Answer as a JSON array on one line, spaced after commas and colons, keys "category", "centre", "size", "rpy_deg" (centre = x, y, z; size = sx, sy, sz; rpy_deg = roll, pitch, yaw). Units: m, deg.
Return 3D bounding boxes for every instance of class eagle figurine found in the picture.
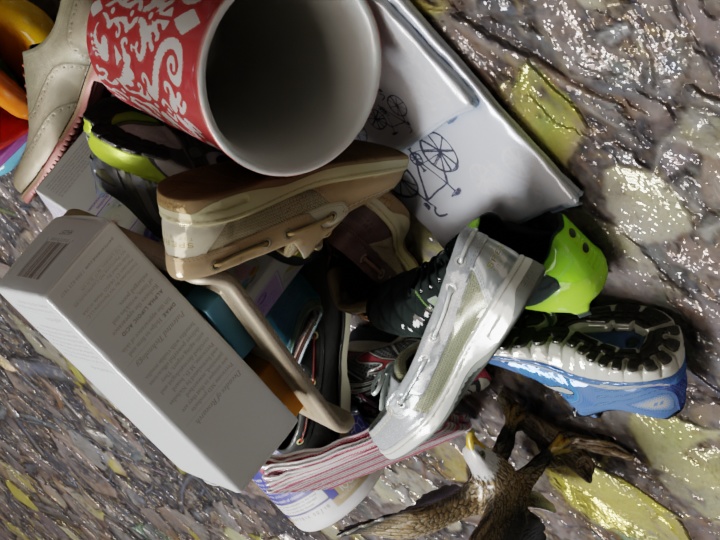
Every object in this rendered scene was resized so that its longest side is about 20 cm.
[{"category": "eagle figurine", "centre": [0.094, 0.188, 1.224], "size": [0.151, 0.200, 0.151], "rpy_deg": [47, 153, -14]}]

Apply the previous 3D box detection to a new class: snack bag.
[{"category": "snack bag", "centre": [0.039, -0.093, 1.070], "size": [0.200, 0.021, 0.188], "rpy_deg": [46, 153, -10]}]

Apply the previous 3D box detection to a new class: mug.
[{"category": "mug", "centre": [-0.087, -0.167, 1.032], "size": [0.133, 0.179, 0.200], "rpy_deg": [19, -178, -36]}]

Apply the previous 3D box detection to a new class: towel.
[{"category": "towel", "centre": [0.009, 0.145, 1.281], "size": [0.200, 0.145, 0.030], "rpy_deg": [24, -136, -74]}, {"category": "towel", "centre": [-0.099, 0.018, 1.283], "size": [0.200, 0.022, 0.147], "rpy_deg": [54, 136, 39]}]

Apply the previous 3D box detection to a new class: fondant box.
[{"category": "fondant box", "centre": [-0.130, -0.058, 1.206], "size": [0.199, 0.145, 0.058], "rpy_deg": [31, 163, 20]}]

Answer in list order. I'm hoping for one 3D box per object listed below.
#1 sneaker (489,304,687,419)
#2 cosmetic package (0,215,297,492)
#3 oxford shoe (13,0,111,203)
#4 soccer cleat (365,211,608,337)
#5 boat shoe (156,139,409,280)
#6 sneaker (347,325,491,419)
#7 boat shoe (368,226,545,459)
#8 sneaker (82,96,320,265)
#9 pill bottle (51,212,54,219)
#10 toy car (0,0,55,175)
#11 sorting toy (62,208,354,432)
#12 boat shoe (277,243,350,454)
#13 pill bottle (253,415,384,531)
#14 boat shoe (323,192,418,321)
[{"category": "sneaker", "centre": [0.145, 0.066, 1.107], "size": [0.199, 0.079, 0.090], "rpy_deg": [16, 142, 41]}, {"category": "cosmetic package", "centre": [-0.144, 0.057, 1.055], "size": [0.200, 0.074, 0.101], "rpy_deg": [48, 160, -25]}, {"category": "oxford shoe", "centre": [-0.239, -0.145, 1.232], "size": [0.074, 0.071, 0.201], "rpy_deg": [32, 114, -1]}, {"category": "soccer cleat", "centre": [0.079, 0.000, 1.082], "size": [0.199, 0.068, 0.081], "rpy_deg": [-11, 130, 37]}, {"category": "boat shoe", "centre": [-0.050, -0.044, 1.024], "size": [0.071, 0.199, 0.065], "rpy_deg": [23, 120, 45]}, {"category": "sneaker", "centre": [0.036, 0.094, 1.302], "size": [0.081, 0.075, 0.200], "rpy_deg": [49, 153, -16]}, {"category": "boat shoe", "centre": [0.053, 0.052, 1.051], "size": [0.065, 0.075, 0.202], "rpy_deg": [35, 133, 2]}, {"category": "sneaker", "centre": [-0.114, -0.055, 1.129], "size": [0.199, 0.074, 0.081], "rpy_deg": [29, 138, 14]}, {"category": "pill bottle", "centre": [-0.214, -0.032, 1.391], "size": [0.114, 0.114, 0.200], "rpy_deg": [37, 163, 8]}, {"category": "toy car", "centre": [-0.319, -0.147, 1.327], "size": [0.175, 0.150, 0.200], "rpy_deg": [41, 154, -1]}, {"category": "sorting toy", "centre": [-0.113, 0.041, 1.113], "size": [0.184, 0.037, 0.200], "rpy_deg": [21, 158, 45]}, {"category": "boat shoe", "centre": [-0.049, 0.056, 1.286], "size": [0.074, 0.063, 0.203], "rpy_deg": [23, 118, 57]}, {"category": "pill bottle", "centre": [-0.078, 0.141, 1.477], "size": [0.200, 0.120, 0.119], "rpy_deg": [48, 153, -15]}, {"category": "boat shoe", "centre": [0.000, 0.000, 1.189], "size": [0.072, 0.072, 0.200], "rpy_deg": [32, 163, 12]}]
